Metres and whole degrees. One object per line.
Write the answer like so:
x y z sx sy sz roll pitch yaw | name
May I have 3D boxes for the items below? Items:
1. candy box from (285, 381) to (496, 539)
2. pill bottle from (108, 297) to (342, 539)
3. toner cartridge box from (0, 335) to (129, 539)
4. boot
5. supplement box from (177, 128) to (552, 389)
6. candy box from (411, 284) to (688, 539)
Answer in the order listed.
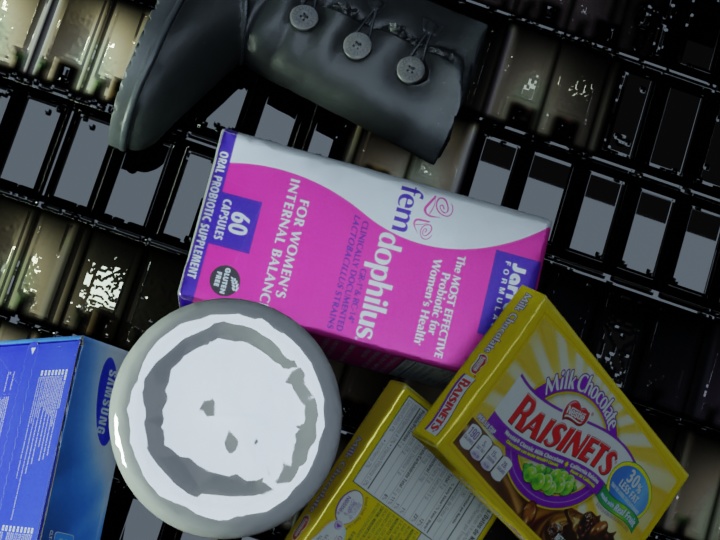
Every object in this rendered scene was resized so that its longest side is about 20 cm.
0.002 0.175 0.816 0.102 0.026 0.201 40 79 -25 | candy box
-0.072 0.084 0.759 0.115 0.200 0.118 1 81 -4 | pill bottle
-0.187 0.140 0.782 0.043 0.094 0.202 25 69 -43 | toner cartridge box
-0.037 -0.114 0.867 0.198 0.066 0.166 24 82 -5 | boot
0.000 0.000 0.829 0.198 0.103 0.102 15 79 -4 | supplement box
0.115 0.105 0.800 0.103 0.026 0.200 -54 130 -12 | candy box
